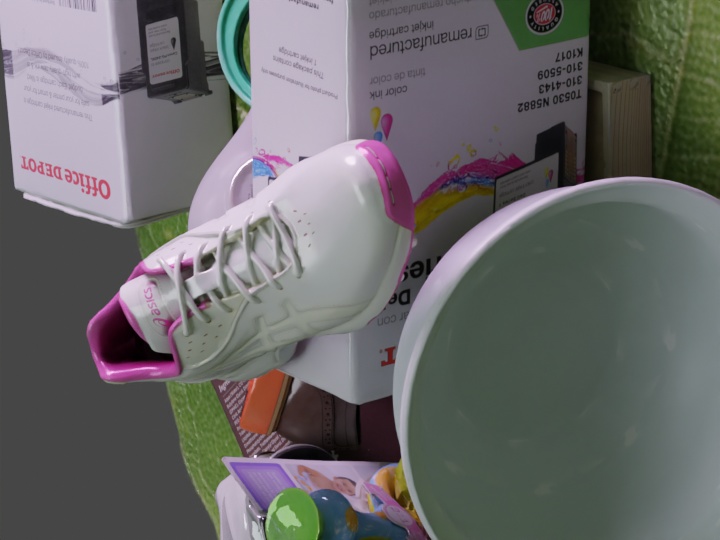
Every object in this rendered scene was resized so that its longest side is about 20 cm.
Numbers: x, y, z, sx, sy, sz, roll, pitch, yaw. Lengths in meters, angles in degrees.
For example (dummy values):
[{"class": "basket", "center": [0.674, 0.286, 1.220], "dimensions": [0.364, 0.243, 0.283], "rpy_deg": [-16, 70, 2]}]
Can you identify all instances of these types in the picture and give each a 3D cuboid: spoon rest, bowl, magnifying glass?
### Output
[{"class": "spoon rest", "center": [-0.042, -0.072, 1.380], "dimensions": [0.061, 0.099, 0.201], "rpy_deg": [83, -172, -70]}, {"class": "bowl", "center": [0.092, 0.044, 1.145], "dimensions": [0.090, 0.200, 0.202], "rpy_deg": [-143, 49, -61]}, {"class": "magnifying glass", "center": [-0.006, -0.078, 1.320], "dimensions": [0.080, 0.022, 0.200], "rpy_deg": [-41, 71, 14]}]

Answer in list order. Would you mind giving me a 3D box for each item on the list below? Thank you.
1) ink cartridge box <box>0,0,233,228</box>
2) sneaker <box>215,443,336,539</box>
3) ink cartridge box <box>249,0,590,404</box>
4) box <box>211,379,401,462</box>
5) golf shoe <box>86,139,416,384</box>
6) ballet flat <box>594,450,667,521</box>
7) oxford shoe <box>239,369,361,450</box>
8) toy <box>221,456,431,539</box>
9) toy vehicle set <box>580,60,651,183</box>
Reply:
[{"class": "ink cartridge box", "center": [-0.151, -0.139, 1.533], "dimensions": [0.145, 0.083, 0.201], "rpy_deg": [17, 115, 53]}, {"class": "sneaker", "center": [-0.035, 0.194, 1.313], "dimensions": [0.088, 0.074, 0.201], "rpy_deg": [-17, 78, 56]}, {"class": "ink cartridge box", "center": [0.028, -0.054, 1.187], "dimensions": [0.084, 0.144, 0.201], "rpy_deg": [24, 120, 49]}, {"class": "box", "center": [-0.003, 0.094, 1.381], "dimensions": [0.201, 0.100, 0.075], "rpy_deg": [64, 145, 17]}, {"class": "golf shoe", "center": [-0.049, 0.006, 1.113], "dimensions": [0.200, 0.091, 0.076], "rpy_deg": [-40, 69, 50]}, {"class": "ballet flat", "center": [0.090, 0.082, 1.272], "dimensions": [0.200, 0.071, 0.072], "rpy_deg": [44, 135, 43]}, {"class": "oxford shoe", "center": [0.000, 0.000, 1.285], "dimensions": [0.071, 0.072, 0.201], "rpy_deg": [-77, 6, -64]}, {"class": "toy", "center": [0.039, 0.118, 1.247], "dimensions": [0.115, 0.199, 0.047], "rpy_deg": [49, 123, 35]}, {"class": "toy vehicle set", "center": [0.072, -0.051, 1.281], "dimensions": [0.200, 0.026, 0.125], "rpy_deg": [21, 118, 52]}]
